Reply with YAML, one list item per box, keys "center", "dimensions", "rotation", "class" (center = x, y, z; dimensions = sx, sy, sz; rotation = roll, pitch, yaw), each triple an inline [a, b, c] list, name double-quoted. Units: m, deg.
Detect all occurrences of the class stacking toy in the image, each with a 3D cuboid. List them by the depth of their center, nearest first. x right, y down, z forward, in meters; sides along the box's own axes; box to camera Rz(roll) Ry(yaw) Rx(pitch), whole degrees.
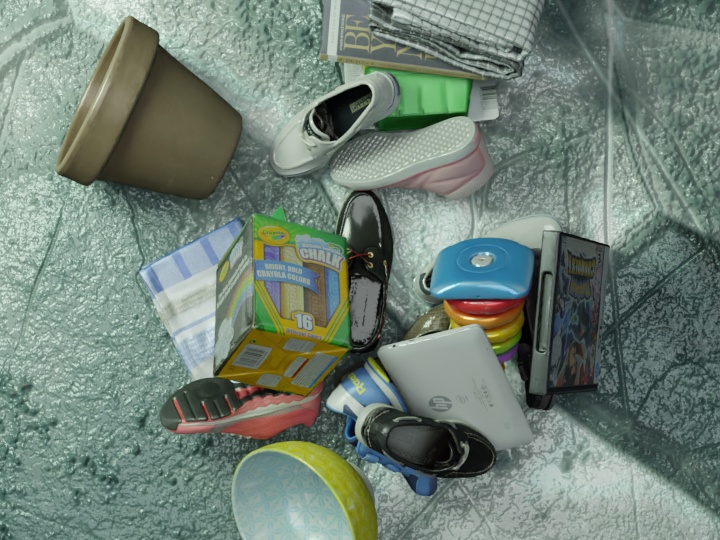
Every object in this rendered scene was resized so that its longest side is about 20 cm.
- center: [0.150, 0.071, 1.450]
  dimensions: [0.115, 0.110, 0.201]
  rotation: [-1, 121, 13]
  class: "stacking toy"

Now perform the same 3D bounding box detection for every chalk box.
- center: [-0.092, 0.023, 1.438]
  dimensions: [0.123, 0.124, 0.201]
  rotation: [15, 52, -23]
  class: "chalk box"

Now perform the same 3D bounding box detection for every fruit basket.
- center: [0.068, -0.271, 1.511]
  dimensions: [0.184, 0.094, 0.201]
  rotation: [-5, 74, -2]
  class: "fruit basket"

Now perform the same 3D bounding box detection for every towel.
- center: [0.111, -0.322, 1.428]
  dimensions: [0.199, 0.086, 0.166]
  rotation: [18, 64, -2]
  class: "towel"
- center: [-0.167, 0.055, 1.517]
  dimensions: [0.146, 0.024, 0.201]
  rotation: [-27, 90, -3]
  class: "towel"

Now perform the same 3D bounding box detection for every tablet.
- center: [0.114, 0.148, 1.456]
  dimensions: [0.129, 0.014, 0.201]
  rotation: [-15, 126, 19]
  class: "tablet"

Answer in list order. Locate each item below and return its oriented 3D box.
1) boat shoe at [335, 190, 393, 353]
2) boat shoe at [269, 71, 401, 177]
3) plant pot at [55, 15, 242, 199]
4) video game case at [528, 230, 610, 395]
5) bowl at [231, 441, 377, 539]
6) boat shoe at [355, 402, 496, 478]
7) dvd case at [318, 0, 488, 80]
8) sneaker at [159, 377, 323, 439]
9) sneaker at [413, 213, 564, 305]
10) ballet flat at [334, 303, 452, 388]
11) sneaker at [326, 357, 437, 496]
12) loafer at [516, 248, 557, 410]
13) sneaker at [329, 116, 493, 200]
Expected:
- center: [0.003, 0.000, 1.505]
  dimensions: [0.073, 0.063, 0.203]
  rotation: [3, 88, 1]
  class: "boat shoe"
- center: [-0.042, -0.169, 1.460]
  dimensions: [0.199, 0.066, 0.072]
  rotation: [-25, 86, 33]
  class: "boat shoe"
- center: [-0.238, -0.170, 1.453]
  dimensions: [0.174, 0.200, 0.201]
  rotation: [24, 88, -20]
  class: "plant pot"
- center: [0.247, 0.052, 1.450]
  dimensions: [0.025, 0.200, 0.182]
  rotation: [5, 89, 27]
  class: "video game case"
- center: [-0.045, 0.281, 1.463]
  dimensions: [0.107, 0.200, 0.201]
  rotation: [-25, 90, -44]
  class: "bowl"
- center: [0.087, 0.202, 1.422]
  dimensions: [0.199, 0.060, 0.074]
  rotation: [26, 88, -33]
  class: "boat shoe"
- center: [0.054, -0.301, 1.462]
  dimensions: [0.199, 0.016, 0.150]
  rotation: [6, 64, -5]
  class: "dvd case"
- center: [-0.137, 0.175, 1.480]
  dimensions: [0.199, 0.074, 0.087]
  rotation: [-11, 126, -12]
  class: "sneaker"
- center: [0.160, -0.009, 1.504]
  dimensions: [0.199, 0.071, 0.073]
  rotation: [-27, 90, -2]
  class: "sneaker"
- center: [0.058, 0.105, 1.499]
  dimensions: [0.199, 0.046, 0.067]
  rotation: [-32, 133, 1]
  class: "ballet flat"
- center: [0.027, 0.197, 1.472]
  dimensions: [0.082, 0.074, 0.201]
  rotation: [-33, 116, -8]
  class: "sneaker"
- center: [0.205, 0.070, 1.492]
  dimensions: [0.063, 0.072, 0.201]
  rotation: [-1, 101, -17]
  class: "loafer"
- center: [0.068, -0.120, 1.503]
  dimensions: [0.199, 0.105, 0.076]
  rotation: [-11, 58, 26]
  class: "sneaker"
